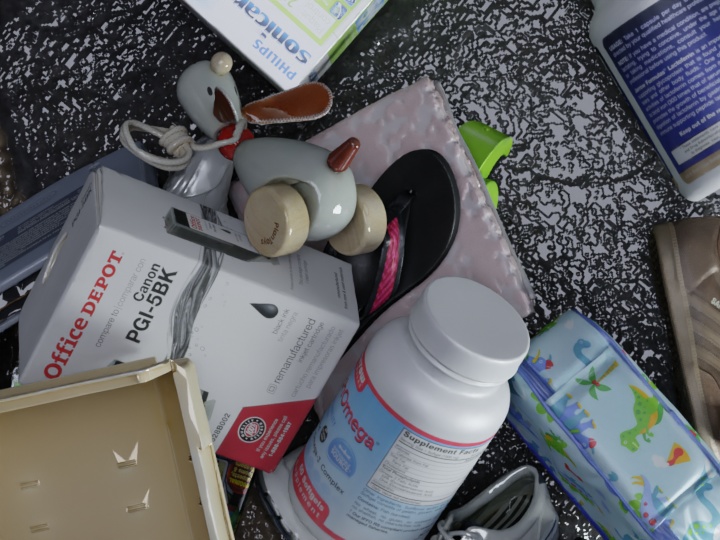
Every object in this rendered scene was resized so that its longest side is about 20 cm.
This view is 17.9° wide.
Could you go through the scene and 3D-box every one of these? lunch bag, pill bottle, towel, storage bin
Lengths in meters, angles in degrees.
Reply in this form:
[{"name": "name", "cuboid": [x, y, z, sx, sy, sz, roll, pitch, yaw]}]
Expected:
[{"name": "lunch bag", "cuboid": [0.183, 0.130, 1.642, 0.082, 0.161, 0.200, -39, 85, -8]}, {"name": "pill bottle", "cuboid": [0.238, -0.162, 1.672, 0.115, 0.116, 0.201, -31, 88, 1]}, {"name": "towel", "cuboid": [0.014, -0.015, 1.675, 0.190, 0.032, 0.201, -28, 75, 21]}, {"name": "storage bin", "cuboid": [-0.191, 0.174, 1.515, 0.198, 0.094, 0.201, -12, 94, 7]}, {"name": "pill bottle", "cuboid": [0.036, 0.104, 1.595, 0.108, 0.109, 0.200, 32, 123, 3]}]

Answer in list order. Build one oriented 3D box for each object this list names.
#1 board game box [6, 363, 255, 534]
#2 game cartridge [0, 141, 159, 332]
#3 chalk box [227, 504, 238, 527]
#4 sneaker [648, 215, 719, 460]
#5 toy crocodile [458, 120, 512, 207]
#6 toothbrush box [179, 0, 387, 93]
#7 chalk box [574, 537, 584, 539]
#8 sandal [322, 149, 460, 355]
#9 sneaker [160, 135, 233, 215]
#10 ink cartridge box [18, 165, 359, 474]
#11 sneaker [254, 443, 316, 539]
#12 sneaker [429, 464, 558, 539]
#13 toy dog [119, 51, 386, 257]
[{"name": "board game box", "cuboid": [-0.183, 0.152, 1.722, 0.199, 0.023, 0.105, 19, 93, 2]}, {"name": "game cartridge", "cuboid": [-0.234, -0.017, 1.673, 0.199, 0.133, 0.042, -31, 110, 6]}, {"name": "chalk box", "cuboid": [-0.169, 0.210, 1.639, 0.124, 0.124, 0.201, 22, 95, 4]}, {"name": "sneaker", "cuboid": [0.267, 0.058, 1.687, 0.075, 0.070, 0.201, -11, 89, 0]}, {"name": "toy crocodile", "cuboid": [0.063, -0.015, 1.704, 0.067, 0.062, 0.201, 15, 91, 26]}, {"name": "toothbrush box", "cuboid": [-0.038, -0.248, 1.699, 0.146, 0.086, 0.200, 42, 91, 2]}, {"name": "chalk box", "cuboid": [0.163, 0.280, 1.610, 0.124, 0.200, 0.125, 44, 90, 3]}, {"name": "sandal", "cuboid": [0.000, 0.000, 1.638, 0.075, 0.045, 0.200, 44, 105, 22]}, {"name": "sneaker", "cuboid": [-0.118, -0.003, 1.706, 0.099, 0.078, 0.201, 20, 98, -4]}, {"name": "ink cartridge box", "cuboid": [-0.122, 0.037, 1.589, 0.199, 0.083, 0.147, 21, 118, -18]}, {"name": "sneaker", "cuboid": [0.001, 0.213, 1.692, 0.087, 0.075, 0.201, -30, 90, -9]}, {"name": "sneaker", "cuboid": [0.067, 0.213, 1.648, 0.073, 0.071, 0.200, 16, 44, 37]}, {"name": "toy dog", "cuboid": [-0.059, -0.093, 1.594, 0.200, 0.132, 0.097, 37, 122, 15]}]
